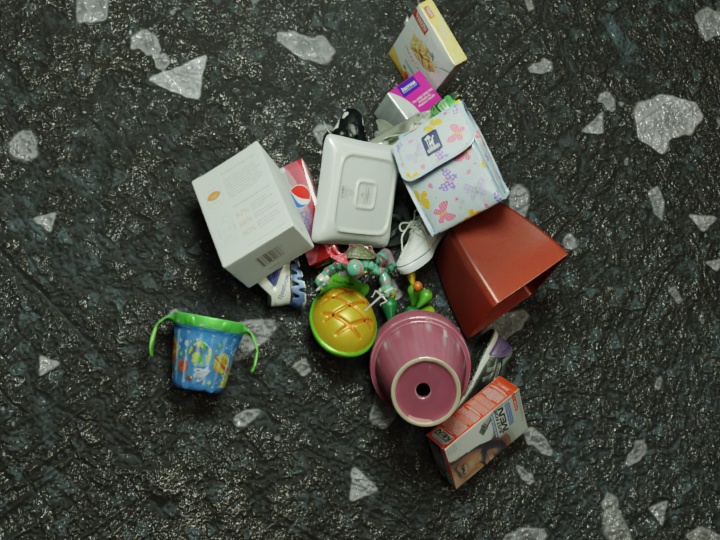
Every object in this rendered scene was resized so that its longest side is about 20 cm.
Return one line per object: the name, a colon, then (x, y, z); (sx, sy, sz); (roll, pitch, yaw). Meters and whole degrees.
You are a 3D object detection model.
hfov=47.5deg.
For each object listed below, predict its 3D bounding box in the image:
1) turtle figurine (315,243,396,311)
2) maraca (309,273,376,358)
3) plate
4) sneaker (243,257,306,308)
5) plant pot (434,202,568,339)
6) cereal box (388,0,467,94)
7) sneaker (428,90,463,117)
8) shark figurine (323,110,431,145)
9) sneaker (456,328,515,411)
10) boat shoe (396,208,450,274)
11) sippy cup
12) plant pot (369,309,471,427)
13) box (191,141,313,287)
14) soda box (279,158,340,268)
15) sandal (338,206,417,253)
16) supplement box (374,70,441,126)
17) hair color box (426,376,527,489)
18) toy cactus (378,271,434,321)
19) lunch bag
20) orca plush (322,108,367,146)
turtle figurine: (0.000, 0.000, 1.542); (0.146, 0.200, 0.103); (18, 106, 10)
maraca: (-0.034, 0.081, 1.579); (0.134, 0.108, 0.203); (11, 48, -16)
plate: (0.002, -0.146, 1.569); (0.197, 0.032, 0.205); (2, 100, -42)
sneaker: (-0.177, -0.018, 1.570); (0.112, 0.080, 0.205); (-10, 81, -20)
plant pot: (0.261, -0.015, 1.645); (0.198, 0.201, 0.178); (-31, 76, -21)
cereal box: (0.136, -0.446, 1.702); (0.039, 0.200, 0.146); (-29, 85, -20)
sneaker: (0.198, -0.249, 1.643); (0.084, 0.078, 0.204); (-22, 90, 14)
shark figurine: (0.031, -0.271, 1.642); (0.209, 0.129, 0.091); (-15, 63, -12)
sneaker: (0.249, 0.223, 1.641); (0.087, 0.076, 0.202); (39, 70, -10)
boat shoe: (0.122, -0.082, 1.647); (0.202, 0.074, 0.087); (-48, 119, -34)
sippy cup: (-0.283, 0.151, 1.479); (0.174, 0.139, 0.134); (6, 84, 26)
plant pot: (0.114, 0.193, 1.513); (0.194, 0.179, 0.206); (0, 103, 0)
box: (-0.199, -0.103, 1.511); (0.150, 0.106, 0.203); (-29, 62, 7)
soda box: (-0.102, -0.111, 1.611); (0.062, 0.070, 0.204); (-22, 83, 4)
sandal: (0.035, -0.079, 1.666); (0.196, 0.043, 0.078); (-19, 83, -19)
supplement box: (0.134, -0.295, 1.718); (0.101, 0.103, 0.201); (-37, 87, -21)
hair color box: (0.229, 0.313, 1.590); (0.198, 0.064, 0.113); (-33, 125, -20)
toy cactus: (0.092, 0.106, 1.620); (0.165, 0.102, 0.200); (-45, 100, -11)
lunch bag: (0.166, -0.193, 1.559); (0.167, 0.127, 0.204); (-25, 92, 18)
orca plush: (-0.031, -0.247, 1.673); (0.104, 0.071, 0.203); (28, 71, -8)
